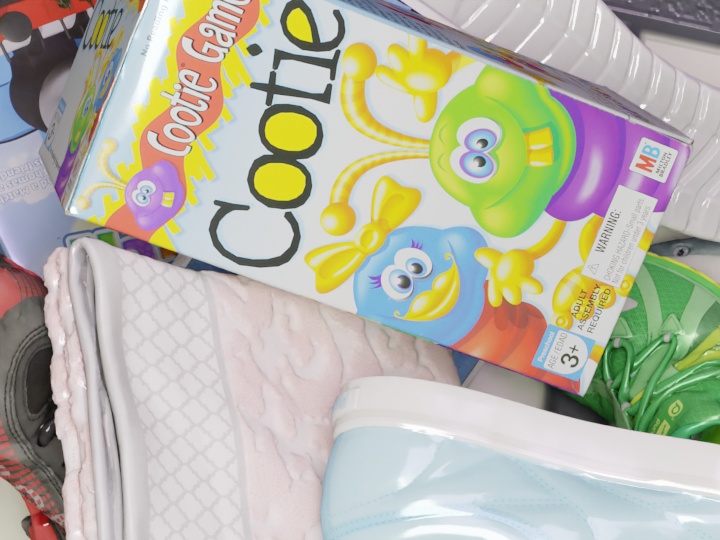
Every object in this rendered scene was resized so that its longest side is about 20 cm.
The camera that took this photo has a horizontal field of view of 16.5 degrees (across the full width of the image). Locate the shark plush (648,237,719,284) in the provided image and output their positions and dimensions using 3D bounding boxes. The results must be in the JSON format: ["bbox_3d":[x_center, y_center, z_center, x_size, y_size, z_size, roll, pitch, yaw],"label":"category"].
[{"bbox_3d":[0.214,-0.011,1.071,0.200,0.091,0.083,-26,44,-16],"label":"shark plush"}]

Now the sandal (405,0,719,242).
[{"bbox_3d":[0.089,-0.067,1.012,0.203,0.050,0.082,30,93,-23],"label":"sandal"}]

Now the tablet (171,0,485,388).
[{"bbox_3d":[0.000,0.000,0.972,0.130,0.014,0.200,33,96,-18],"label":"tablet"}]

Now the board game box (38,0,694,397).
[{"bbox_3d":[-0.001,-0.044,0.898,0.200,0.105,0.103,20,99,-16],"label":"board game box"}]

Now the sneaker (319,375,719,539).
[{"bbox_3d":[0.081,0.098,0.840,0.200,0.074,0.082,12,70,1],"label":"sneaker"}]

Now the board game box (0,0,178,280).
[{"bbox_3d":[-0.095,-0.059,1.024,0.151,0.037,0.200,-22,75,-21],"label":"board game box"}]

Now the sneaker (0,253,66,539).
[{"bbox_3d":[-0.092,0.063,0.884,0.098,0.200,0.071,18,64,30],"label":"sneaker"}]

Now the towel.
[{"bbox_3d":[-0.020,0.094,0.851,0.191,0.032,0.200,15,56,-43],"label":"towel"}]

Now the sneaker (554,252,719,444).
[{"bbox_3d":[0.133,0.050,0.982,0.200,0.074,0.084,30,22,31],"label":"sneaker"}]
